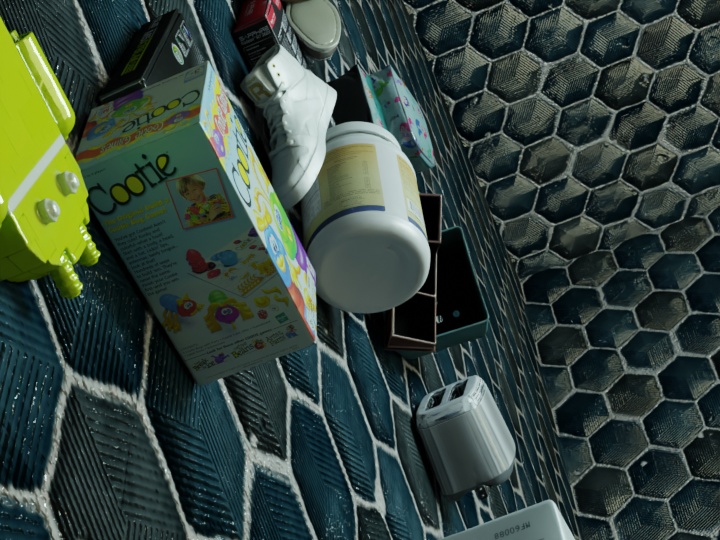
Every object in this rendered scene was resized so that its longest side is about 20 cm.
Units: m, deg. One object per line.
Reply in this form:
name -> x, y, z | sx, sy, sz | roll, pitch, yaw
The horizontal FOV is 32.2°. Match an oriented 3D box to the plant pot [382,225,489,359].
plant pot -> 0.105, 0.050, 1.808 | 0.200, 0.139, 0.143 | 63, 10, -73

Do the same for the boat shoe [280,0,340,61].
boat shoe -> -0.079, -0.334, 1.645 | 0.060, 0.071, 0.201 | 100, -31, -44

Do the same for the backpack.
backpack -> 0.024, -0.187, 1.801 | 0.200, 0.149, 0.180 | 58, 14, -63

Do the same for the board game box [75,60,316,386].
board game box -> -0.118, -0.033, 0.935 | 0.104, 0.104, 0.202 | -94, 161, -57

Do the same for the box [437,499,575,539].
box -> 0.156, 0.390, 1.295 | 0.201, 0.198, 0.172 | -99, 162, -46

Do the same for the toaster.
toaster -> 0.144, 0.232, 1.738 | 0.131, 0.112, 0.200 | 65, 14, -5

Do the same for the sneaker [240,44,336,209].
sneaker -> -0.095, -0.168, 1.404 | 0.115, 0.073, 0.202 | 39, 38, -28

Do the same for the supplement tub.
supplement tub -> 0.001, -0.066, 1.459 | 0.202, 0.143, 0.145 | -97, 163, -47

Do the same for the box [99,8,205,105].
box -> -0.144, -0.103, 1.077 | 0.194, 0.047, 0.202 | -91, 158, -64

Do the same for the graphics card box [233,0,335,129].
graphics card box -> -0.091, -0.236, 1.547 | 0.126, 0.050, 0.202 | -90, 156, -62

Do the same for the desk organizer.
desk organizer -> 0.072, 0.002, 1.674 | 0.077, 0.071, 0.203 | 104, -12, -75

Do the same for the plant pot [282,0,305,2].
plant pot -> -0.078, -0.443, 1.579 | 0.200, 0.198, 0.177 | -2, 72, -78

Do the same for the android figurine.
android figurine -> -0.212, -0.078, 0.729 | 0.183, 0.041, 0.202 | -83, 150, -67
